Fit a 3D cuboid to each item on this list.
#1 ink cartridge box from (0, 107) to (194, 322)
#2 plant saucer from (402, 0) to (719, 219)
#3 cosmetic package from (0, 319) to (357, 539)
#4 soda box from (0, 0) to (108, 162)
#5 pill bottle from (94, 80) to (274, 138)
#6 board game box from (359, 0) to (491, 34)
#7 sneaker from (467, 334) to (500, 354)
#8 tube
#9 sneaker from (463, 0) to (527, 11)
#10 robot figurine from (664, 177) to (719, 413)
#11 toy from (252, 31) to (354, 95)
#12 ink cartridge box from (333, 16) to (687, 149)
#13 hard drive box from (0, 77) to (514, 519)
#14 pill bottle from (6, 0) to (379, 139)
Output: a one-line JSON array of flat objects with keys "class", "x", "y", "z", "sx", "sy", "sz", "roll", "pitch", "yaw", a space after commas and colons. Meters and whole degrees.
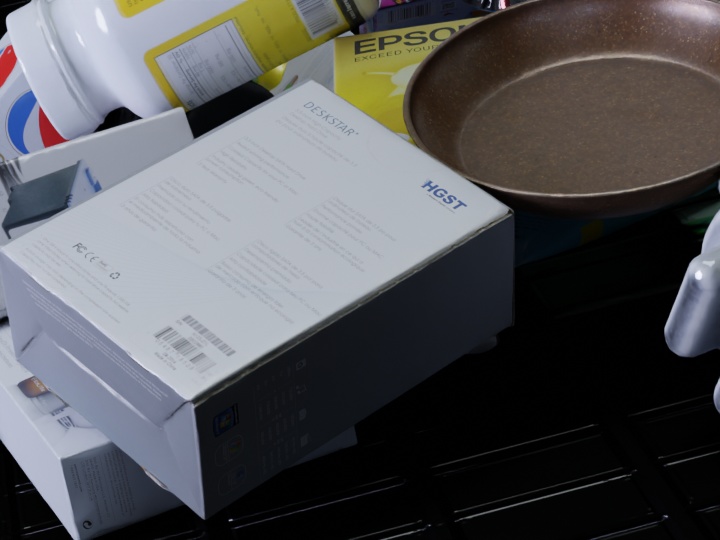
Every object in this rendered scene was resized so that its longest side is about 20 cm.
[{"class": "ink cartridge box", "x": -0.194, "y": -0.016, "z": 1.410, "sx": 0.199, "sy": 0.086, "sz": 0.146, "roll": -20, "pitch": 0, "yaw": -21}, {"class": "plant saucer", "x": 0.122, "y": -0.080, "z": 1.267, "sx": 0.199, "sy": 0.037, "sz": 0.201, "roll": -6, "pitch": 35, "yaw": 4}, {"class": "cosmetic package", "x": -0.108, "y": 0.060, "z": 1.285, "sx": 0.150, "sy": 0.052, "sz": 0.200, "roll": -16, "pitch": 22, "yaw": -18}, {"class": "soda box", "x": -0.222, "y": -0.074, "z": 1.517, "sx": 0.200, "sy": 0.064, "sz": 0.068, "roll": -52, "pitch": 29, "yaw": 0}, {"class": "pill bottle", "x": -0.134, "y": -0.093, "z": 1.593, "sx": 0.111, "sy": 0.113, "sz": 0.200, "roll": -24, "pitch": 25, "yaw": -29}, {"class": "board game box", "x": 0.098, "y": -0.165, "z": 1.592, "sx": 0.199, "sy": 0.041, "sz": 0.200, "roll": -13, "pitch": -18, "yaw": -4}, {"class": "sneaker", "x": 0.000, "y": 0.000, "z": 1.350, "sx": 0.091, "sy": 0.076, "sz": 0.200, "roll": -21, "pitch": 22, "yaw": -11}, {"class": "tube", "x": 0.147, "y": -0.046, "z": 1.423, "sx": 0.199, "sy": 0.051, "sz": 0.077, "roll": -26, "pitch": 10, "yaw": -24}, {"class": "sneaker", "x": 0.136, "y": -0.185, "z": 1.453, "sx": 0.199, "sy": 0.080, "sz": 0.095, "roll": 3, "pitch": -3, "yaw": 30}, {"class": "robot figurine", "x": 0.239, "y": -0.001, "z": 1.164, "sx": 0.199, "sy": 0.113, "sz": 0.170, "roll": -21, "pitch": 63, "yaw": -23}, {"class": "toy", "x": -0.027, "y": -0.100, "z": 1.608, "sx": 0.116, "sy": 0.047, "sz": 0.200, "roll": -57, "pitch": 24, "yaw": 8}, {"class": "ink cartridge box", "x": 0.083, "y": -0.107, "z": 1.382, "sx": 0.196, "sy": 0.047, "sz": 0.201, "roll": -8, "pitch": 36, "yaw": 4}, {"class": "hard drive box", "x": -0.048, "y": 0.007, "z": 1.199, "sx": 0.199, "sy": 0.077, "sz": 0.156, "roll": -30, "pitch": 47, "yaw": -28}, {"class": "pill bottle", "x": -0.098, "y": -0.155, "z": 1.431, "sx": 0.199, "sy": 0.112, "sz": 0.112, "roll": -26, "pitch": 21, "yaw": 4}]
